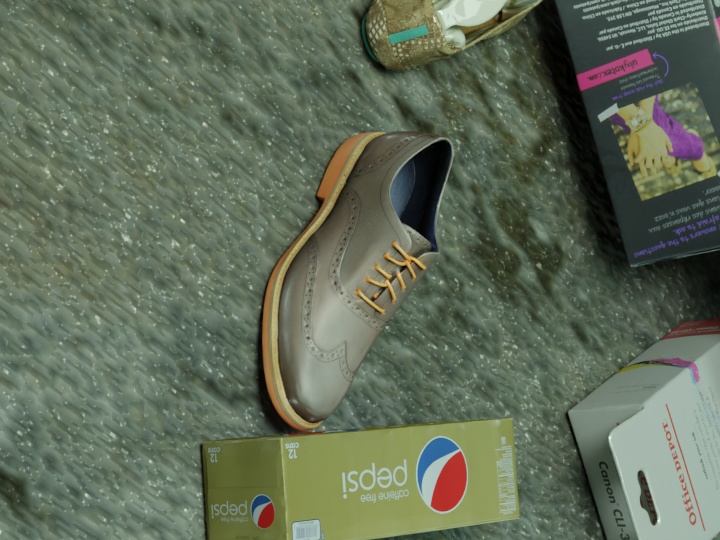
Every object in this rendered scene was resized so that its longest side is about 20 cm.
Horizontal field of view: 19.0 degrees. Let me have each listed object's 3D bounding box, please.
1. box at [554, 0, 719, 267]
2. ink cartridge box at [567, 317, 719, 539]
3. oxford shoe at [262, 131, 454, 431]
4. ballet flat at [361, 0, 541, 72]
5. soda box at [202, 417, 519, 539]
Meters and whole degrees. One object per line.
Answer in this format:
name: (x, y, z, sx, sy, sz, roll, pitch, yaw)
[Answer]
box: (0.216, -0.120, 1.458, 0.122, 0.106, 0.200, -40, 116, -64)
ink cartridge box: (0.213, 0.122, 1.477, 0.200, 0.067, 0.117, -30, 107, -46)
oxford shoe: (0.000, 0.000, 1.263, 0.071, 0.073, 0.200, 37, 60, -37)
ballet flat: (0.083, -0.179, 1.377, 0.200, 0.065, 0.071, -39, 114, -42)
soda box: (0.004, 0.123, 1.256, 0.200, 0.068, 0.064, 1, 84, -46)
